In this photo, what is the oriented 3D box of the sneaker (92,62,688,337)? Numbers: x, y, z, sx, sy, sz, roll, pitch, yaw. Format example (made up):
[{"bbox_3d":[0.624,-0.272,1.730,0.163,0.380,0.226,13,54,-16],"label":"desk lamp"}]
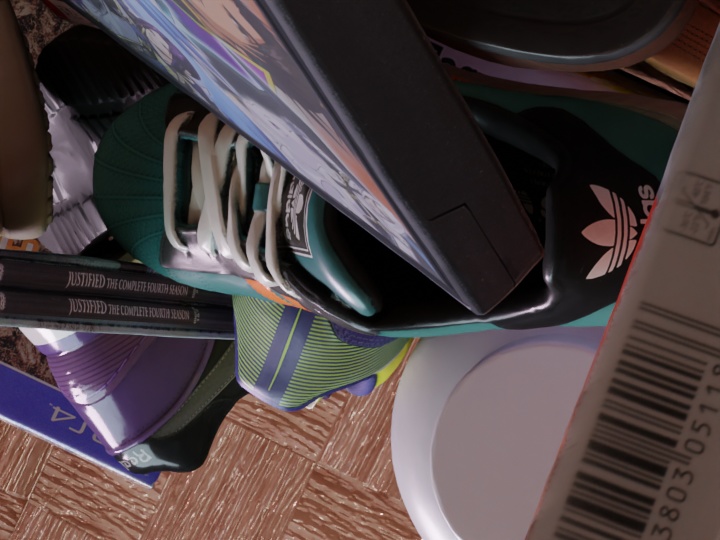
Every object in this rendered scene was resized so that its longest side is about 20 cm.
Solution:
[{"bbox_3d":[-0.003,-0.022,0.726,0.200,0.071,0.080,4,-176,38],"label":"sneaker"}]

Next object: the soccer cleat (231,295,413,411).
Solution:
[{"bbox_3d":[-0.001,0.000,0.911,0.065,0.084,0.200,26,-170,8],"label":"soccer cleat"}]

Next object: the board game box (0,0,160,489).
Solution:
[{"bbox_3d":[-0.110,-0.042,1.117,0.159,0.200,0.097,25,177,-6],"label":"board game box"}]

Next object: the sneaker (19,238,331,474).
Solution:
[{"bbox_3d":[-0.020,-0.004,1.035,0.088,0.200,0.076,58,164,-12],"label":"sneaker"}]

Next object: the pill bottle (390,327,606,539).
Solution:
[{"bbox_3d":[0.072,0.046,0.909,0.111,0.111,0.200,25,-172,9],"label":"pill bottle"}]

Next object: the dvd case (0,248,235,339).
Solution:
[{"bbox_3d":[-0.129,0.000,0.809,0.146,0.022,0.200,6,178,17],"label":"dvd case"}]

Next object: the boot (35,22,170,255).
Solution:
[{"bbox_3d":[-0.037,-0.073,0.965,0.078,0.138,0.200,61,157,-12],"label":"boot"}]

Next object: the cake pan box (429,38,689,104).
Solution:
[{"bbox_3d":[0.075,-0.034,0.876,0.184,0.052,0.200,27,-172,7],"label":"cake pan box"}]

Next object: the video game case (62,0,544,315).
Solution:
[{"bbox_3d":[-0.059,-0.093,0.600,0.181,0.026,0.200,37,168,40],"label":"video game case"}]

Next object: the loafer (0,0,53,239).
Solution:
[{"bbox_3d":[-0.152,-0.095,0.939,0.068,0.200,0.076,-12,148,-17],"label":"loafer"}]

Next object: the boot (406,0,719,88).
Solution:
[{"bbox_3d":[0.044,-0.067,0.686,0.188,0.069,0.200,22,177,39],"label":"boot"}]

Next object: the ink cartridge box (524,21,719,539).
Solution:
[{"bbox_3d":[0.100,0.011,0.683,0.050,0.162,0.200,20,177,14],"label":"ink cartridge box"}]

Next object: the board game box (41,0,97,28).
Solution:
[{"bbox_3d":[-0.089,-0.118,0.810,0.126,0.035,0.200,47,171,-21],"label":"board game box"}]
